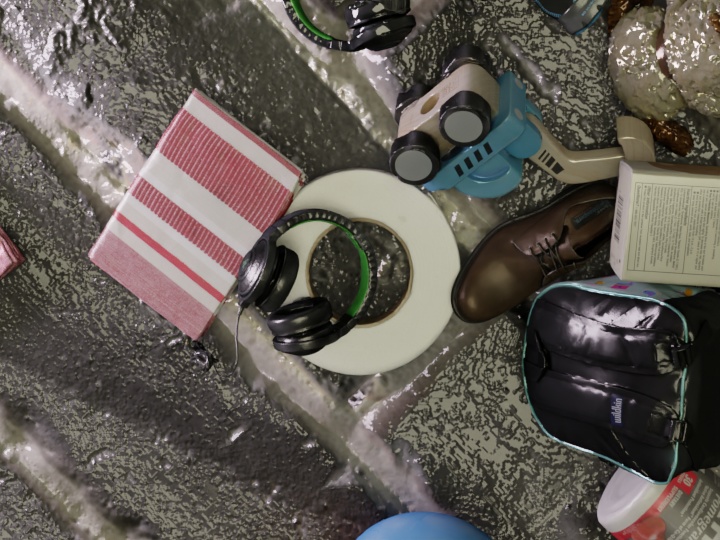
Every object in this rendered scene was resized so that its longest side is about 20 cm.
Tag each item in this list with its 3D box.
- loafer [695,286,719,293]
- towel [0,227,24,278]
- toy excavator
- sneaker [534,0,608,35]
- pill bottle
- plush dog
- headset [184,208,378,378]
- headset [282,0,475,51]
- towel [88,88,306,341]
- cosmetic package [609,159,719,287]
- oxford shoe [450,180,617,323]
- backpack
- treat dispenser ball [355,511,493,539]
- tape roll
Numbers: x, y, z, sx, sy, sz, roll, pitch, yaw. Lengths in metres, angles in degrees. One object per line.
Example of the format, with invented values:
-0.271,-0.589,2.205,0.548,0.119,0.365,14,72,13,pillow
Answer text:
0.373,-0.049,1.414,0.068,0.070,0.202,29,99,-34,loafer
-0.449,-0.006,1.450,0.199,0.023,0.145,-38,94,5,towel
0.152,-0.120,1.395,0.199,0.101,0.194,38,125,-26,toy excavator
0.234,-0.323,1.387,0.082,0.073,0.201,36,95,-2,sneaker
0.337,0.264,1.440,0.199,0.111,0.111,40,96,-4,pill bottle
0.306,-0.198,1.367,0.170,0.159,0.203,-16,86,42,plush dog
-0.077,0.027,1.404,0.199,0.094,0.124,-40,108,-12,headset
0.019,-0.266,1.378,0.197,0.094,0.125,6,98,11,headset
-0.159,-0.053,1.430,0.143,0.023,0.201,37,102,8,towel
0.332,-0.040,1.341,0.197,0.071,0.107,5,102,0,cosmetic package
0.171,-0.019,1.408,0.199,0.084,0.073,-39,103,-2,oxford shoe
0.254,0.090,1.386,0.198,0.152,0.179,10,105,42,backpack
0.061,0.333,1.405,0.198,0.201,0.204,0,97,0,treat dispenser ball
0.000,0.000,1.447,0.199,0.037,0.206,0,96,0,tape roll
